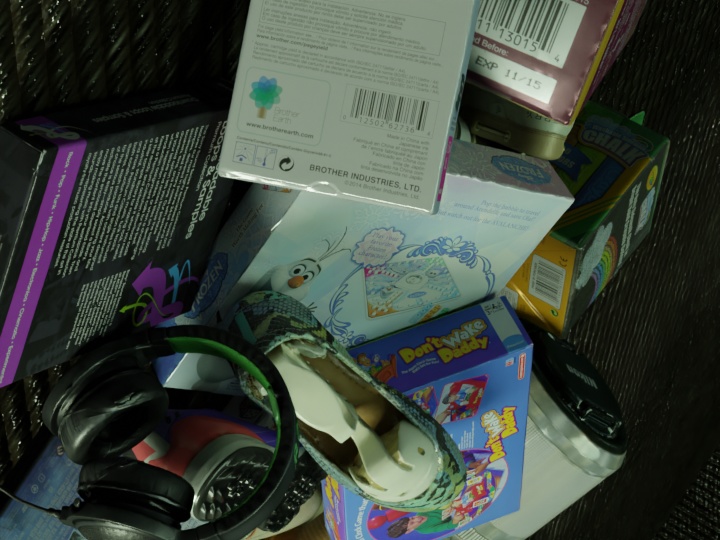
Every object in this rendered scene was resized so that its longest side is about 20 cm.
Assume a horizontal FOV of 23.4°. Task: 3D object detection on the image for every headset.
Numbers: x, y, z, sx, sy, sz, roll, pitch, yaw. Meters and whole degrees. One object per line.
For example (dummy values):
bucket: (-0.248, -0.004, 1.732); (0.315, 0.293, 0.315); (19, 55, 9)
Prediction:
headset: (-0.133, 0.096, 0.923); (0.200, 0.124, 0.094); (-17, 156, 0)

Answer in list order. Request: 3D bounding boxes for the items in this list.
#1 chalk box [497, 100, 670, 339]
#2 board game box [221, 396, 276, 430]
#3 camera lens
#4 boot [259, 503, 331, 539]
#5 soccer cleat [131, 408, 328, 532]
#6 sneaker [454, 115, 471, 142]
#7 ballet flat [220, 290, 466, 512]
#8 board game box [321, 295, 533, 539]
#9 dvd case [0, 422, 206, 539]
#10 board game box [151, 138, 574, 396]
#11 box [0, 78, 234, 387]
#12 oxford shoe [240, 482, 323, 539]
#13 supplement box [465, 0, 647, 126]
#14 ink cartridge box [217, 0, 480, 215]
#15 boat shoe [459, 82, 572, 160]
chalk box: (0.178, -0.066, 1.489); (0.200, 0.124, 0.125); (-48, 155, -34)
board game box: (-0.112, 0.180, 1.251); (0.200, 0.035, 0.126); (-52, 158, -22)
camera lens: (0.116, 0.151, 1.500); (0.200, 0.160, 0.160); (-41, 166, 18)
boot: (-0.068, 0.218, 1.334); (0.144, 0.071, 0.201); (-41, -169, -3)
soccer cleat: (-0.076, 0.114, 1.060); (0.068, 0.073, 0.200); (-55, 160, 3)
sneaker: (-0.013, -0.046, 1.127); (0.201, 0.076, 0.115); (-53, 156, -6)
ballet flat: (-0.006, 0.093, 1.024); (0.200, 0.074, 0.074); (40, 76, -25)
board game box: (0.042, 0.114, 1.161); (0.134, 0.045, 0.200); (-18, 143, -13)
dvd case: (-0.142, 0.181, 1.024); (0.200, 0.018, 0.143); (53, 51, -32)
board game box: (0.000, 0.000, 1.073); (0.200, 0.043, 0.199); (10, 130, -40)
box: (-0.136, -0.023, 0.923); (0.200, 0.036, 0.143); (-21, 137, -58)
oxford shoe: (-0.086, 0.162, 1.158); (0.200, 0.074, 0.071); (1, 104, -49)
supplement box: (0.114, -0.189, 1.108); (0.200, 0.131, 0.103); (-49, 161, -58)
ink cartridge box: (0.002, -0.138, 0.926); (0.042, 0.119, 0.200); (-26, 127, -79)
boat shoe: (0.093, -0.100, 1.211); (0.200, 0.074, 0.066); (176, -74, -77)
